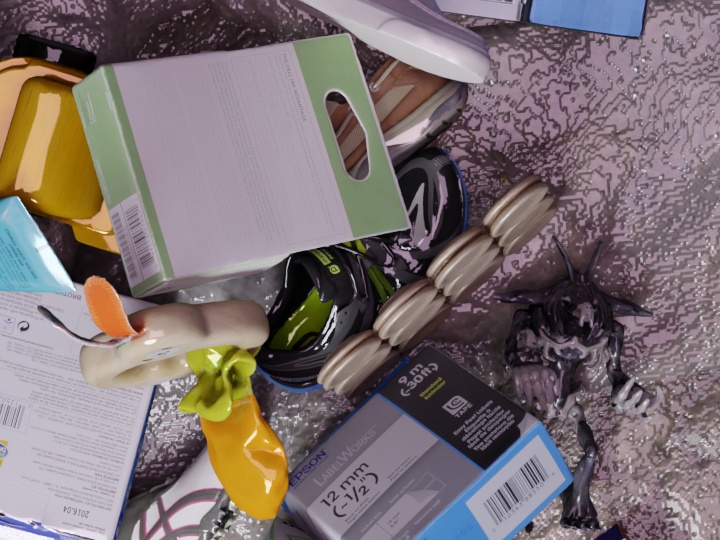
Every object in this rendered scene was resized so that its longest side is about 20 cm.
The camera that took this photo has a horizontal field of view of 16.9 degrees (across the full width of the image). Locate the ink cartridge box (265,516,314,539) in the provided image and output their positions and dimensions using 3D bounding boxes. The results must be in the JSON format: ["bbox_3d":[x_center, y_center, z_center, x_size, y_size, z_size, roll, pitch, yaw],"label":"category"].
[{"bbox_3d":[-0.023,0.221,1.634,0.103,0.200,0.060,25,95,-4],"label":"ink cartridge box"}]

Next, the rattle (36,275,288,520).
[{"bbox_3d":[-0.123,0.084,1.525,0.129,0.200,0.144,0,85,10],"label":"rattle"}]

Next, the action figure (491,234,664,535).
[{"bbox_3d":[0.147,0.081,1.667,0.118,0.102,0.202,5,97,-16],"label":"action figure"}]

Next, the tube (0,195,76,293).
[{"bbox_3d":[-0.274,-0.014,1.619,0.078,0.199,0.051,56,51,-31],"label":"tube"}]

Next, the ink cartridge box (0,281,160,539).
[{"bbox_3d":[-0.216,0.109,1.653,0.135,0.076,0.202,15,76,-1],"label":"ink cartridge box"}]

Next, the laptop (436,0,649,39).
[{"bbox_3d":[0.097,-0.261,1.618,0.198,0.116,0.189,7,96,-1],"label":"laptop"}]

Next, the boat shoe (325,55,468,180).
[{"bbox_3d":[-0.020,-0.082,1.656,0.200,0.076,0.072,-38,87,-15],"label":"boat shoe"}]

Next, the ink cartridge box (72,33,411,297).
[{"bbox_3d":[-0.076,-0.072,1.581,0.199,0.048,0.147,-11,80,-38],"label":"ink cartridge box"}]

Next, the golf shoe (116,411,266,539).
[{"bbox_3d":[-0.136,0.175,1.692,0.088,0.077,0.201,30,95,5],"label":"golf shoe"}]

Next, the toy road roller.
[{"bbox_3d":[-0.172,-0.075,1.623,0.198,0.146,0.124,18,97,-2],"label":"toy road roller"}]

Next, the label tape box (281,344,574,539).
[{"bbox_3d":[0.025,0.127,1.609,0.143,0.200,0.066,-42,129,-11],"label":"label tape box"}]

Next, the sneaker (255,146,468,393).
[{"bbox_3d":[0.000,0.000,1.660,0.200,0.083,0.071,-48,61,5],"label":"sneaker"}]

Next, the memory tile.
[{"bbox_3d":[0.053,0.013,1.634,0.200,0.153,0.017,-43,79,3],"label":"memory tile"}]

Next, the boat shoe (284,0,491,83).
[{"bbox_3d":[0.011,-0.190,1.629,0.199,0.072,0.069,28,87,29],"label":"boat shoe"}]

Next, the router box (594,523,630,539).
[{"bbox_3d":[0.160,0.312,1.721,0.199,0.049,0.180,-37,96,4],"label":"router box"}]
